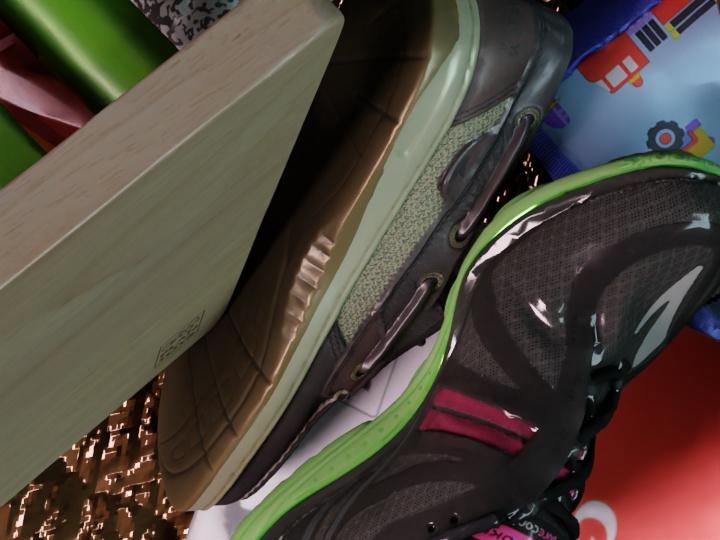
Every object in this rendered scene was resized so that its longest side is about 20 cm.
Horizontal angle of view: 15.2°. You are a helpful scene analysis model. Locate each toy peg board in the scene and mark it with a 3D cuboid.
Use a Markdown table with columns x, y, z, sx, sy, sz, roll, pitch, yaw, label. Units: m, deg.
| x | y | z | sx | sy | sz | roll | pitch | yaw | label |
| --- | --- | --- | --- | --- | --- | --- | --- | --- | --- |
| -0.123 | 0.003 | 0.669 | 0.200 | 0.098 | 0.199 | -40 | 171 | -23 | toy peg board |

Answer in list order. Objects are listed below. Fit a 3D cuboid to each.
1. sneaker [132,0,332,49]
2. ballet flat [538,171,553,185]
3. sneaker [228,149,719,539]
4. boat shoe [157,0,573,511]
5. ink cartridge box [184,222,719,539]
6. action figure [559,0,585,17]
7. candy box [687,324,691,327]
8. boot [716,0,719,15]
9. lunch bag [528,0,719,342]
| x | y | z | sx | sy | sz | roll | pitch | yaw | label |
| --- | --- | --- | --- | --- | --- | --- | --- | --- | --- |
| 0.004 | -0.122 | 0.742 | 0.200 | 0.089 | 0.077 | -53 | 141 | -9 | sneaker |
| 0.136 | -0.055 | 0.946 | 0.200 | 0.073 | 0.073 | -29 | 132 | -29 | ballet flat |
| 0.044 | 0.053 | 0.755 | 0.077 | 0.084 | 0.200 | 25 | 109 | -42 | sneaker |
| 0.000 | -0.001 | 0.787 | 0.066 | 0.072 | 0.201 | 10 | 128 | -25 | boat shoe |
| 0.032 | 0.093 | 0.839 | 0.044 | 0.174 | 0.200 | -5 | 118 | -60 | ink cartridge box |
| 0.091 | -0.122 | 0.852 | 0.193 | 0.105 | 0.200 | -13 | 137 | -34 | action figure |
| 0.124 | 0.060 | 0.976 | 0.200 | 0.055 | 0.115 | -34 | 137 | -50 | candy box |
| 0.143 | -0.039 | 0.738 | 0.174 | 0.069 | 0.200 | 40 | 75 | -29 | boot |
| 0.143 | -0.051 | 0.820 | 0.151 | 0.094 | 0.200 | -39 | 133 | 12 | lunch bag |
